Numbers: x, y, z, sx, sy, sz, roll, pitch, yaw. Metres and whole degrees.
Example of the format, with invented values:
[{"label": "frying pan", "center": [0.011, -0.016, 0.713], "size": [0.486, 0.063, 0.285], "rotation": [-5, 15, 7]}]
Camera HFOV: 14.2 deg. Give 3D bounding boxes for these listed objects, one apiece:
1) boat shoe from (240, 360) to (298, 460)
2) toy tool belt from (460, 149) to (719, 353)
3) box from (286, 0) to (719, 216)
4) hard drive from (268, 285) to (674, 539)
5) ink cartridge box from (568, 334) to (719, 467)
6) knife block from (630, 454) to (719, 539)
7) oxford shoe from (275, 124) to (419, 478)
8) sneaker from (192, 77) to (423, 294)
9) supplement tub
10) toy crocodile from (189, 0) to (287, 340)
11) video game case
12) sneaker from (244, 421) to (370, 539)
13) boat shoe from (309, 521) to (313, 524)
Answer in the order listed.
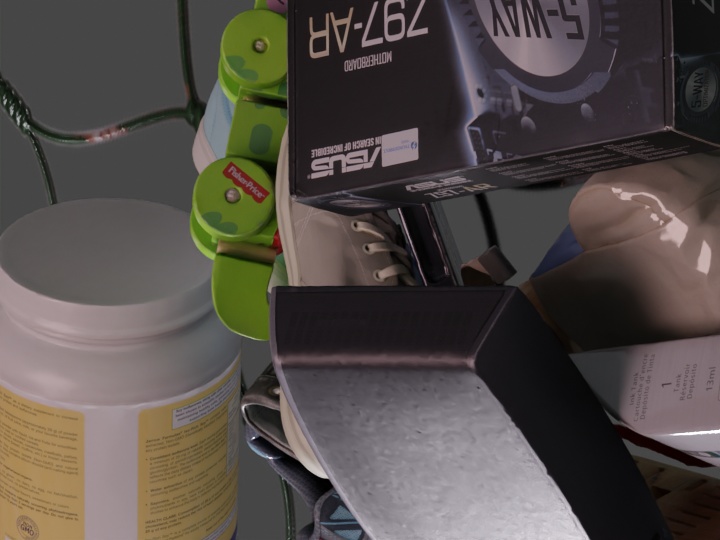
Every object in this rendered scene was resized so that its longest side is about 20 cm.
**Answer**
[{"label": "boat shoe", "center": [0.030, 0.099, 1.345], "size": [0.200, 0.071, 0.072], "rotation": [29, 148, 29]}, {"label": "toy tool belt", "center": [0.143, -0.015, 1.269], "size": [0.125, 0.123, 0.200], "rotation": [50, 153, -3]}, {"label": "box", "center": [0.057, -0.116, 1.210], "size": [0.200, 0.043, 0.161], "rotation": [-9, 76, 38]}, {"label": "hard drive", "center": [0.048, 0.084, 1.220], "size": [0.135, 0.042, 0.200], "rotation": [0, 138, 34]}, {"label": "ink cartridge box", "center": [0.161, 0.077, 1.240], "size": [0.200, 0.161, 0.050], "rotation": [-12, 62, 49]}, {"label": "knife block", "center": [0.172, 0.191, 1.353], "size": [0.200, 0.064, 0.176], "rotation": [14, 117, 45]}, {"label": "oxford shoe", "center": [0.000, 0.000, 1.326], "size": [0.058, 0.075, 0.200], "rotation": [-24, 52, 33]}, {"label": "sneaker", "center": [-0.022, -0.043, 1.434], "size": [0.200, 0.074, 0.082], "rotation": [48, 136, 37]}, {"label": "supplement tub", "center": [-0.138, 0.076, 1.585], "size": [0.145, 0.145, 0.200], "rotation": [28, 127, 38]}, {"label": "toy crocodile", "center": [-0.044, -0.065, 1.388], "size": [0.068, 0.062, 0.200], "rotation": [111, 168, -76]}, {"label": "video game case", "center": [0.022, -0.047, 1.372], "size": [0.143, 0.019, 0.200], "rotation": [-70, -41, -84]}, {"label": "sneaker", "center": [-0.012, 0.061, 1.438], "size": [0.079, 0.095, 0.200], "rotation": [114, 150, -41]}, {"label": "boat shoe", "center": [0.056, 0.149, 1.463], "size": [0.200, 0.072, 0.060], "rotation": [24, 119, 36]}]
